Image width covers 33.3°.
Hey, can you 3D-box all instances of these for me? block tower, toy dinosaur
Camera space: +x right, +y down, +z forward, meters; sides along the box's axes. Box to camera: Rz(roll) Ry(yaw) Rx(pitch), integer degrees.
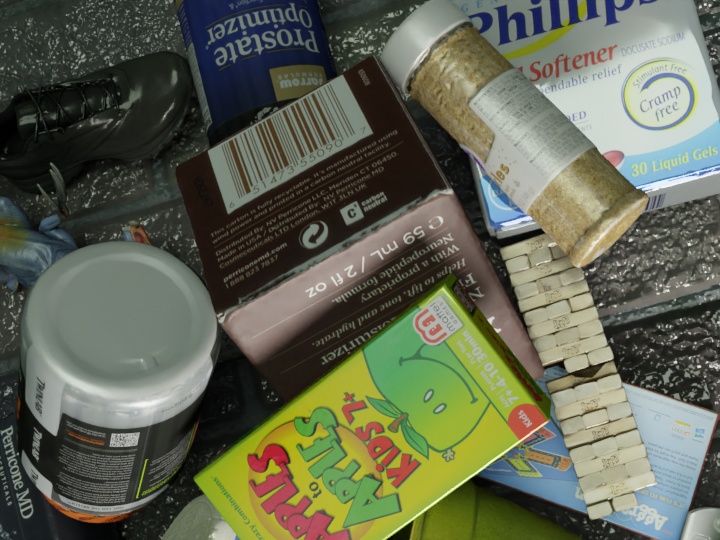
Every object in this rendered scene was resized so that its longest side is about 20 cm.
[{"bbox_3d":[0.158,0.073,0.870,0.054,0.058,0.201,-18,80,7],"label":"block tower"},{"bbox_3d":[-0.255,-0.023,0.964,0.181,0.200,0.106,26,76,-11],"label":"toy dinosaur"}]

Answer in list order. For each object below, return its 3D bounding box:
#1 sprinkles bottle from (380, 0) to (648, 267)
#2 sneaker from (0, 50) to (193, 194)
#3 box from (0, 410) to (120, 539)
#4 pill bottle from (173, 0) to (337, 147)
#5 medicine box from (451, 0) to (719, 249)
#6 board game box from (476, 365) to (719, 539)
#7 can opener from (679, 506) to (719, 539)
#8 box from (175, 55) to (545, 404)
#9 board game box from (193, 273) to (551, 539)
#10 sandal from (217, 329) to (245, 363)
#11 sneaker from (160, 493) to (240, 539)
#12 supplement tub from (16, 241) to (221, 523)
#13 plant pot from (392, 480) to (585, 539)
[{"bbox_3d":[0.102,-0.095,0.811,0.068,0.068,0.200,-44,77,3],"label":"sprinkles bottle"},{"bbox_3d":[-0.225,-0.120,0.960,0.199,0.091,0.076,-25,72,18],"label":"sneaker"},{"bbox_3d":[-0.284,0.242,0.900,0.199,0.117,0.197,-27,63,6],"label":"box"},{"bbox_3d":[-0.072,-0.142,0.936,0.111,0.112,0.201,-17,79,8],"label":"pill bottle"},{"bbox_3d":[0.161,-0.138,0.893,0.181,0.103,0.201,-15,80,9],"label":"medicine box"},{"bbox_3d":[0.155,0.123,0.900,0.199,0.019,0.104,18,84,13],"label":"board game box"},{"bbox_3d":[0.232,0.262,0.842,0.052,0.066,0.201,18,90,-10],"label":"can opener"},{"bbox_3d":[0.000,0.000,0.827,0.165,0.200,0.165,-29,43,4],"label":"box"},{"bbox_3d":[0.007,0.104,0.737,0.200,0.048,0.102,-38,91,13],"label":"board game box"},{"bbox_3d":[-0.163,0.059,0.967,0.199,0.045,0.076,-9,86,-5],"label":"sandal"},{"bbox_3d":[-0.097,0.257,0.832,0.111,0.077,0.201,21,87,-29],"label":"sneaker"},{"bbox_3d":[-0.165,0.083,0.798,0.122,0.200,0.123,9,52,-12],"label":"supplement tub"},{"bbox_3d":[0.107,0.251,0.816,0.192,0.200,0.202,15,85,2],"label":"plant pot"}]
